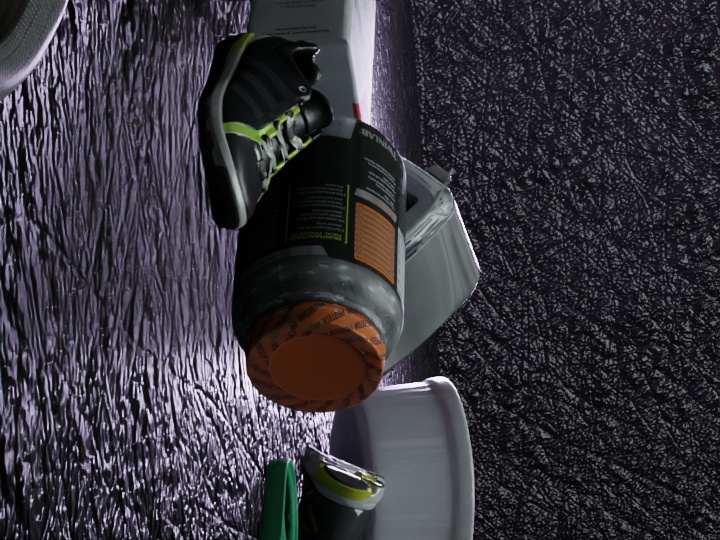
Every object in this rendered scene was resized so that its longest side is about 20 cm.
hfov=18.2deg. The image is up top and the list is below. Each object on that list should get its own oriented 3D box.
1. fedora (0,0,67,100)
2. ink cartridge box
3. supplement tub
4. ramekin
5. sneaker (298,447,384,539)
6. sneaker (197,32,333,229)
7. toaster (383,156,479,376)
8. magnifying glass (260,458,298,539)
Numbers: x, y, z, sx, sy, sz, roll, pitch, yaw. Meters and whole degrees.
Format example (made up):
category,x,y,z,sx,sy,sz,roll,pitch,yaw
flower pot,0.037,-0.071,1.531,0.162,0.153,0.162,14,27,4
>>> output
category,x,y,z,sx,sy,sz,roll,pitch,yaw
fedora,-0.138,-0.136,0.627,0.177,0.090,0.201,79,16,-50
ink cartridge box,-0.037,-0.199,1.817,0.145,0.083,0.201,81,10,-48
supplement tub,-0.029,-0.005,1.600,0.123,0.122,0.200,82,8,-45
ramekin,0.033,0.199,2.078,0.200,0.097,0.201,180,-90,-77
sneaker,-0.027,0.201,1.899,0.200,0.074,0.085,82,31,-87
sneaker,-0.061,-0.104,1.507,0.200,0.082,0.072,-86,171,-51
toaster,0.000,0.000,1.775,0.114,0.200,0.129,37,-23,33
magnifying glass,-0.065,0.203,1.675,0.200,0.022,0.080,-83,170,-71
